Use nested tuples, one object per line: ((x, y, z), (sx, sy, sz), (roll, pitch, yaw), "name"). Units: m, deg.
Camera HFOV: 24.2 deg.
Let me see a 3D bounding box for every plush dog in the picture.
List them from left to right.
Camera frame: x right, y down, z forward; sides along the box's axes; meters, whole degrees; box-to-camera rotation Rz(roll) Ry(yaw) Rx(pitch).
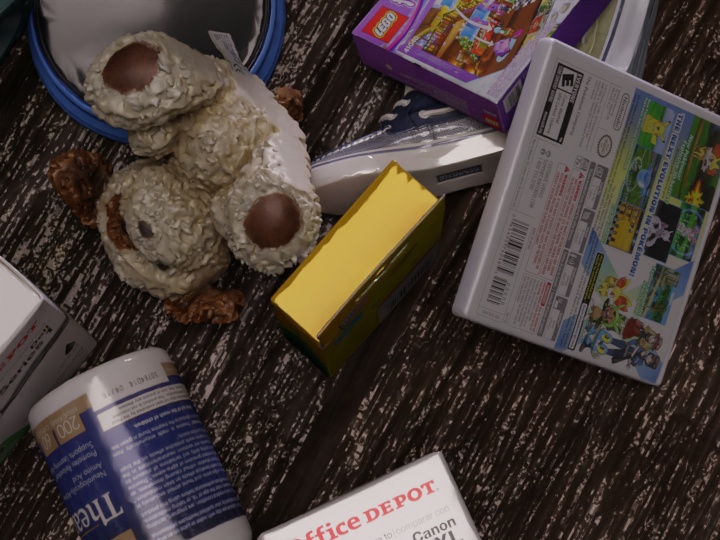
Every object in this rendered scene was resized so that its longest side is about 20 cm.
((-0.121, -0.058, 1.198), (0.200, 0.160, 0.172), (45, 112, 2), "plush dog")

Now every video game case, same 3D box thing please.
((0.170, -0.038, 1.189), (0.181, 0.022, 0.202), (19, 87, -28), "video game case")

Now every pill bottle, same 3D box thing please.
((-0.143, 0.165, 1.164), (0.110, 0.111, 0.202), (-26, 81, -4), "pill bottle")

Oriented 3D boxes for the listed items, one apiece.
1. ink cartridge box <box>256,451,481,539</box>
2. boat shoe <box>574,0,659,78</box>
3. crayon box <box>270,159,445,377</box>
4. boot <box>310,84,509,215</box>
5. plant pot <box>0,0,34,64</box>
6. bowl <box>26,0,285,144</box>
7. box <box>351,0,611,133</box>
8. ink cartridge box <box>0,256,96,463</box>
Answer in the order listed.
((0.031, 0.245, 1.163), (0.144, 0.084, 0.202), (-24, 81, -5), "ink cartridge box")
((0.180, -0.167, 1.252), (0.061, 0.072, 0.202), (12, 71, 17), "boat shoe")
((0.000, 0.000, 1.148), (0.051, 0.200, 0.127), (41, 82, 7), "crayon box")
((0.043, -0.105, 1.240), (0.198, 0.073, 0.091), (-11, 68, -6), "boot")
((-0.343, -0.204, 1.196), (0.187, 0.200, 0.201), (36, 82, -3), "plant pot")
((-0.156, -0.195, 1.265), (0.198, 0.039, 0.203), (0, 80, 0), "bowl")
((0.107, -0.207, 1.225), (0.136, 0.039, 0.200), (30, 71, 30), "box")
((-0.269, 0.065, 1.137), (0.084, 0.200, 0.147), (38, 83, 7), "ink cartridge box")
